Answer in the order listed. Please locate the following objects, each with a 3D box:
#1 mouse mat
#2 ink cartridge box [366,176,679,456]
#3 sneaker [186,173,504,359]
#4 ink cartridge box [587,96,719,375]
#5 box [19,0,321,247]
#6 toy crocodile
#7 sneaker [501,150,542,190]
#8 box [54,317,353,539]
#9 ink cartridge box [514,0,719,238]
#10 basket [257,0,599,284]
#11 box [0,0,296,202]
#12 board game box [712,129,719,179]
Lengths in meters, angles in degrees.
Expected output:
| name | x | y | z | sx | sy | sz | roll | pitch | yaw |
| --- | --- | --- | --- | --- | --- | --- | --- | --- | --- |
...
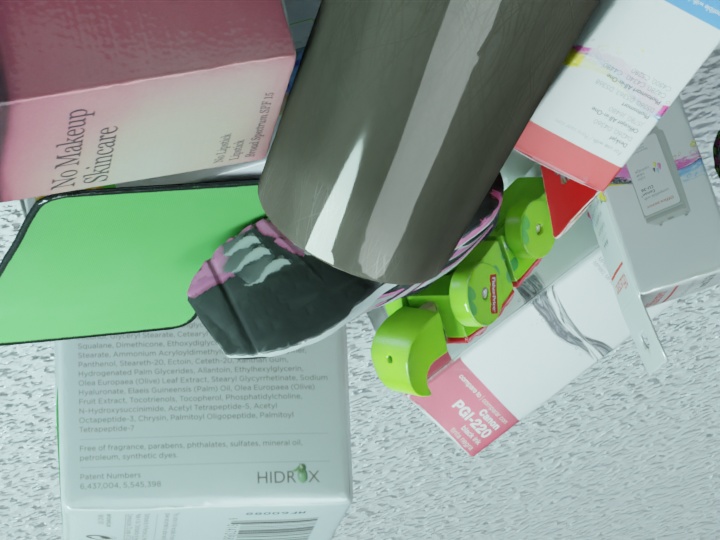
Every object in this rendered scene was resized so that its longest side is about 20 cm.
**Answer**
| name | x | y | z | sx | sy | sz | roll | pitch | yaw |
| --- | --- | --- | --- | --- | --- | --- | --- | --- | --- |
| mouse mat | -0.140 | -0.003 | 1.469 | 0.160 | 0.008 | 0.200 | -5 | 156 | -28 |
| ink cartridge box | 0.110 | 0.006 | 1.686 | 0.200 | 0.146 | 0.085 | -39 | 125 | 10 |
| sneaker | 0.000 | 0.000 | 1.477 | 0.199 | 0.081 | 0.086 | -23 | 162 | 7 |
| ink cartridge box | 0.177 | -0.043 | 1.536 | 0.067 | 0.201 | 0.116 | -18 | 174 | 0 |
| box | -0.101 | -0.075 | 1.470 | 0.199 | 0.102 | 0.113 | -15 | 159 | -2 |
| toy crocodile | 0.073 | 0.003 | 1.552 | 0.067 | 0.062 | 0.200 | -2 | -149 | 36 |
| sneaker | 0.045 | -0.067 | 1.653 | 0.080 | 0.077 | 0.200 | 18 | 141 | -41 |
| box | -0.112 | 0.099 | 1.740 | 0.199 | 0.172 | 0.199 | 0 | 164 | -6 |
| ink cartridge box | 0.134 | -0.130 | 1.387 | 0.067 | 0.116 | 0.200 | 25 | 121 | -20 |
| basket | 0.034 | -0.105 | 1.322 | 0.180 | 0.136 | 0.201 | -29 | 149 | -57 |
| box | -0.147 | -0.115 | 1.324 | 0.199 | 0.109 | 0.128 | -11 | 159 | -15 |
| board game box | 0.294 | -0.118 | 1.509 | 0.199 | 0.062 | 0.200 | -25 | 174 | -31 |
